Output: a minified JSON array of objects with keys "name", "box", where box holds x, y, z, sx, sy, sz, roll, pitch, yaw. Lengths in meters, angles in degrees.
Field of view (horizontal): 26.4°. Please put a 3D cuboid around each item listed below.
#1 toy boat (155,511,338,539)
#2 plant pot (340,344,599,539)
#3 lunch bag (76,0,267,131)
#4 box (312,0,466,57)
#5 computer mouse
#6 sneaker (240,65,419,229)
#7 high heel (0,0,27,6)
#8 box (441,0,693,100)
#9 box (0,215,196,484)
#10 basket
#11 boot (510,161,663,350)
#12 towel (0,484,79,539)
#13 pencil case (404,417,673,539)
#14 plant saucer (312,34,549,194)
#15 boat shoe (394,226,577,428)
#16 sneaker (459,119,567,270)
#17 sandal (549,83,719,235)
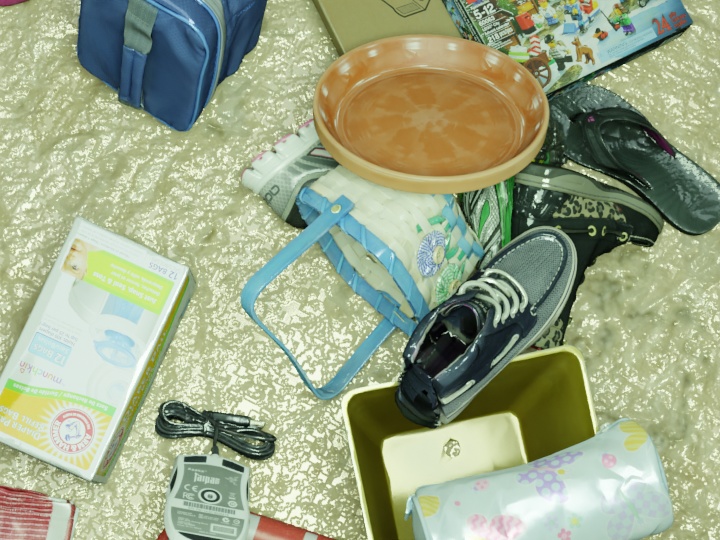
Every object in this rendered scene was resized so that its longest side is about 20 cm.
[{"name":"toy boat","box":[-0.087,0.274,1.291,0.199,0.131,0.131,17,80,0]},{"name":"plant pot","box":[0.094,0.187,1.290,0.198,0.176,0.202,-11,82,-5]},{"name":"lunch bag","box":[-0.170,-0.216,1.337,0.135,0.200,0.133,33,63,5]},{"name":"box","box":[0.022,-0.286,1.417,0.163,0.021,0.201,-22,80,-21]},{"name":"computer mouse","box":[-0.130,0.185,1.292,0.109,0.200,0.044,13,119,-6]},{"name":"sneaker","box":[-0.007,-0.108,1.387,0.199,0.074,0.088,-35,90,-8]},{"name":"high heel","box":[-0.277,-0.331,1.394,0.067,0.096,0.201,34,81,3]},{"name":"box","box":[0.189,-0.241,1.413,0.199,0.038,0.137,-27,84,-18]},{"name":"box","box":[-0.233,0.073,1.330,0.112,0.101,0.201,24,81,2]},{"name":"basket","box":[0.000,0.000,1.312,0.200,0.177,0.139,-44,53,-6]},{"name":"boot","box":[0.183,-0.002,1.340,0.073,0.203,0.155,13,88,41]},{"name":"towel","box":[-0.357,0.253,1.337,0.198,0.023,0.145,11,81,-1]},{"name":"pencil case","box":[0.136,0.181,1.162,0.199,0.083,0.091,-18,84,-5]},{"name":"plant saucer","box":[0.059,-0.130,1.296,0.199,0.032,0.201,2,43,-2]},{"name":"boat shoe","box":[0.104,0.031,1.187,0.074,0.093,0.200,35,71,14]},{"name":"sneaker","box":[0.131,-0.038,1.390,0.085,0.078,0.202,7,87,35]},{"name":"sandal","box":[0.254,-0.110,1.409,0.200,0.048,0.076,34,81,2]}]
